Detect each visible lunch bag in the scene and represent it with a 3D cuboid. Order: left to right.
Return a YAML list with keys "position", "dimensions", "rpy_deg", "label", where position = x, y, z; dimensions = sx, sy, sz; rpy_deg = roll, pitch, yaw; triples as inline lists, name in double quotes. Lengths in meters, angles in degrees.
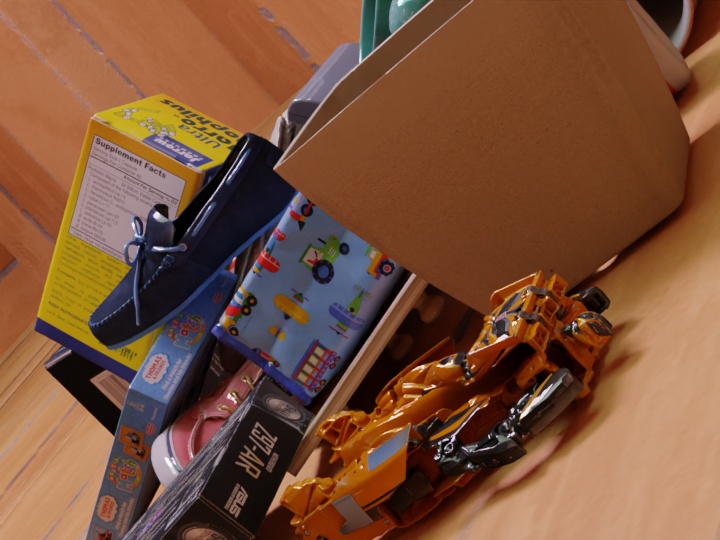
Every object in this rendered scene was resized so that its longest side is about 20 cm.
- position: [0.000, 0.000, 1.409]
  dimensions: [0.151, 0.094, 0.200]
  rpy_deg: [-58, -14, 16]
  label: "lunch bag"

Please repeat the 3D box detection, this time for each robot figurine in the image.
- position: [0.050, 0.074, 1.014]
  dimensions: [0.200, 0.058, 0.145]
  rpy_deg: [-38, 12, 29]
  label: "robot figurine"

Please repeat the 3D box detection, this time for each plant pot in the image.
- position: [0.095, -0.087, 1.167]
  dimensions: [0.200, 0.177, 0.200]
  rpy_deg: [-39, 10, 22]
  label: "plant pot"

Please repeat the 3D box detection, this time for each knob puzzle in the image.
- position: [0.024, 0.045, 1.291]
  dimensions: [0.220, 0.030, 0.220]
  rpy_deg: [-57, 0, -1]
  label: "knob puzzle"

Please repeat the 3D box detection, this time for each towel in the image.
- position: [-0.074, -0.026, 1.510]
  dimensions: [0.200, 0.034, 0.133]
  rpy_deg: [-83, 11, -46]
  label: "towel"

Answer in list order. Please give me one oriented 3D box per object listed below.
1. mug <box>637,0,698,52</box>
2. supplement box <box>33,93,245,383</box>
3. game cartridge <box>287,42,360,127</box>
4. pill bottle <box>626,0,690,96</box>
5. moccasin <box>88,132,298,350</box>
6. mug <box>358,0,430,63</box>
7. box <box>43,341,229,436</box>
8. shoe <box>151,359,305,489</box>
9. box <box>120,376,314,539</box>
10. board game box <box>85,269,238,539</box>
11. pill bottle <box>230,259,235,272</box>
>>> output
- position: [0.236, -0.240, 1.501]
  dimensions: [0.177, 0.133, 0.200]
  rpy_deg: [-5, 21, 22]
  label: "mug"
- position: [-0.171, -0.026, 1.539]
  dimensions: [0.110, 0.109, 0.200]
  rpy_deg: [-30, -36, -60]
  label: "supplement box"
- position: [0.055, -0.130, 1.528]
  dimensions: [0.133, 0.200, 0.040]
  rpy_deg: [-56, -21, -58]
  label: "game cartridge"
- position: [0.130, -0.114, 1.357]
  dimensions: [0.200, 0.109, 0.109]
  rpy_deg: [-41, 10, 15]
  label: "pill bottle"
- position: [-0.135, -0.027, 1.419]
  dimensions: [0.200, 0.068, 0.080]
  rpy_deg: [-44, 26, 0]
  label: "moccasin"
- position: [0.062, -0.181, 1.435]
  dimensions: [0.185, 0.114, 0.152]
  rpy_deg: [-93, 8, -51]
  label: "mug"
- position: [-0.173, 0.048, 1.835]
  dimensions: [0.197, 0.124, 0.200]
  rpy_deg: [-51, 12, -32]
  label: "box"
- position: [-0.088, 0.107, 1.389]
  dimensions: [0.091, 0.071, 0.200]
  rpy_deg: [-46, 4, 16]
  label: "shoe"
- position: [-0.121, 0.179, 1.207]
  dimensions: [0.200, 0.044, 0.160]
  rpy_deg: [-49, 6, 25]
  label: "box"
- position: [-0.156, 0.112, 1.474]
  dimensions: [0.151, 0.037, 0.200]
  rpy_deg: [-65, -4, -47]
  label: "board game box"
- position: [-0.044, -0.030, 1.685]
  dimensions: [0.200, 0.112, 0.112]
  rpy_deg: [-44, 10, -3]
  label: "pill bottle"
